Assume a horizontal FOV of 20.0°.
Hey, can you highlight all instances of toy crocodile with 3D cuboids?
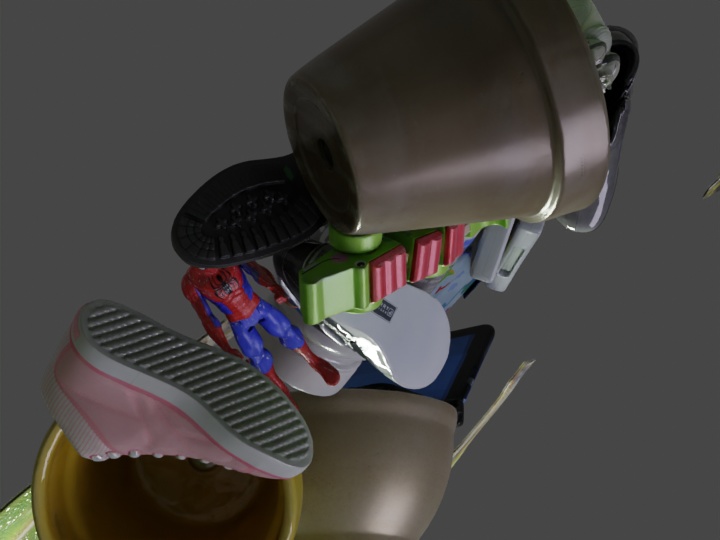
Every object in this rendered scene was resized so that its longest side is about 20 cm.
[{"bbox_3d":[0.030,-0.014,1.472,0.200,0.062,0.068,-27,130,-41],"label":"toy crocodile"}]

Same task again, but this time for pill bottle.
[{"bbox_3d":[0.000,0.000,1.655,0.200,0.114,0.114,-52,163,24],"label":"pill bottle"}]

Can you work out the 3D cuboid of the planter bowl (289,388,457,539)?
[{"bbox_3d":[-0.014,0.190,1.775,0.200,0.135,0.200,0,163,0],"label":"planter bowl"}]

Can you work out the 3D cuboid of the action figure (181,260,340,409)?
[{"bbox_3d":[-0.070,0.050,1.531,0.065,0.099,0.200,-38,133,-2],"label":"action figure"}]

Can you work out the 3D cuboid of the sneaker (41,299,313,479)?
[{"bbox_3d":[-0.138,0.105,1.465,0.105,0.200,0.075,-48,-160,36],"label":"sneaker"}]

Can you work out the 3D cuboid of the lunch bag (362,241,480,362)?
[{"bbox_3d":[0.025,0.013,1.820,0.161,0.082,0.200,-46,164,14],"label":"lunch bag"}]

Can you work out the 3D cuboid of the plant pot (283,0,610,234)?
[{"bbox_3d":[0.049,-0.107,1.412,0.173,0.200,0.200,-23,158,-18],"label":"plant pot"}]

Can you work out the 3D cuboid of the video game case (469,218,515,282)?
[{"bbox_3d":[0.131,-0.094,1.696,0.182,0.023,0.200,-56,164,-84],"label":"video game case"}]

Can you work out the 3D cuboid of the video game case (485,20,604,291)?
[{"bbox_3d":[0.158,-0.097,1.763,0.182,0.022,0.200,110,-2,-73],"label":"video game case"}]

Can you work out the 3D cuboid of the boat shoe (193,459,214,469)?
[{"bbox_3d":[-0.134,0.201,1.742,0.067,0.073,0.201,-13,102,-54],"label":"boat shoe"}]

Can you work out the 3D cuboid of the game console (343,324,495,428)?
[{"bbox_3d":[0.001,0.100,1.913,0.200,0.119,0.171,-15,155,37],"label":"game console"}]

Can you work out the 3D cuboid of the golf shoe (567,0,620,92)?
[{"bbox_3d":[0.098,-0.157,1.582,0.200,0.097,0.078,-20,155,12],"label":"golf shoe"}]

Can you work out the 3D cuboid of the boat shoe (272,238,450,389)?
[{"bbox_3d":[0.000,0.030,1.566,0.200,0.068,0.072,35,81,-51],"label":"boat shoe"}]

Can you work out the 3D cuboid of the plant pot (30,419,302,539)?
[{"bbox_3d":[-0.138,0.160,1.595,0.201,0.201,0.189,-48,180,9],"label":"plant pot"}]

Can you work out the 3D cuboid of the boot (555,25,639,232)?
[{"bbox_3d":[0.204,-0.118,1.821,0.132,0.070,0.200,-68,165,-73],"label":"boot"}]

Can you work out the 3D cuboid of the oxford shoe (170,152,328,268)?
[{"bbox_3d":[-0.061,-0.043,1.473,0.200,0.073,0.084,-27,168,-37],"label":"oxford shoe"}]
